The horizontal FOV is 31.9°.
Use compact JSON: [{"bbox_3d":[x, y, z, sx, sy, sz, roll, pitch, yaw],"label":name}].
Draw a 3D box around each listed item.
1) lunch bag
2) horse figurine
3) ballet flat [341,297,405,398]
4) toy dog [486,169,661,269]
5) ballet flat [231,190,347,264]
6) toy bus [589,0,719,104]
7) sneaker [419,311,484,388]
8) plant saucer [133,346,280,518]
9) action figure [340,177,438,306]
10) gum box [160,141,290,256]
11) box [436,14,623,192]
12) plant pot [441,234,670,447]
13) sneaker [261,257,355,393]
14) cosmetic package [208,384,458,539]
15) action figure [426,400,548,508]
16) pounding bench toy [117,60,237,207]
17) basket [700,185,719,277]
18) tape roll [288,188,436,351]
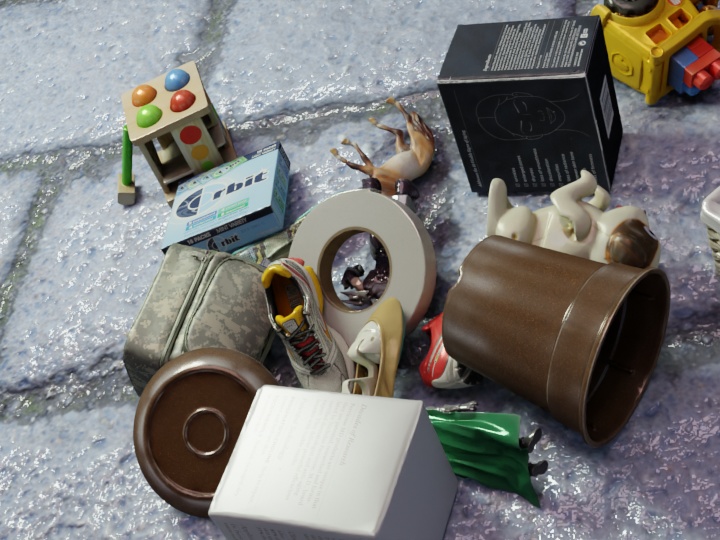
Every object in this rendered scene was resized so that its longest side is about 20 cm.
[{"bbox_3d":[-0.189,0.076,1.617,0.165,0.140,0.202,13,55,12],"label":"lunch bag"},{"bbox_3d":[0.045,-0.155,1.752,0.133,0.050,0.200,45,57,1],"label":"horse figurine"},{"bbox_3d":[0.012,0.121,1.484,0.068,0.062,0.203,-26,53,54],"label":"ballet flat"},{"bbox_3d":[0.257,-0.025,1.505,0.197,0.140,0.196,-1,63,23],"label":"toy dog"},{"bbox_3d":[-0.082,-0.033,1.721,0.199,0.075,0.074,-31,45,-3],"label":"ballet flat"},{"bbox_3d":[0.434,-0.323,1.711,0.199,0.136,0.192,-36,58,-14],"label":"toy bus"},{"bbox_3d":[0.116,0.058,1.538,0.084,0.077,0.201,-13,39,35],"label":"sneaker"},{"bbox_3d":[-0.179,0.192,1.492,0.197,0.032,0.203,-1,85,10],"label":"plant saucer"},{"bbox_3d":[0.038,-0.021,1.642,0.128,0.070,0.203,0,66,9],"label":"action figure"},{"bbox_3d":[-0.186,-0.093,1.783,0.168,0.045,0.201,-21,29,12],"label":"gum box"},{"bbox_3d":[0.225,-0.211,1.640,0.194,0.201,0.125,0,48,23],"label":"box"},{"bbox_3d":[0.208,0.063,1.387,0.197,0.201,0.201,21,60,32],"label":"plant pot"},{"bbox_3d":[-0.072,0.081,1.546,0.077,0.082,0.202,-29,80,17],"label":"sneaker"},{"bbox_3d":[-0.023,0.245,1.358,0.197,0.168,0.168,3,51,25],"label":"cosmetic package"},{"bbox_3d":[0.114,0.188,1.411,0.198,0.120,0.054,9,30,40],"label":"action figure"},{"bbox_3d":[-0.305,-0.196,1.893,0.198,0.157,0.125,-24,44,1],"label":"pounding bench toy"},{"bbox_3d":[0.497,-0.025,1.404,0.135,0.124,0.200,-37,46,-12],"label":"basket"},{"bbox_3d":[0.000,0.000,1.585,0.200,0.037,0.206,-2,86,28],"label":"tape roll"}]
